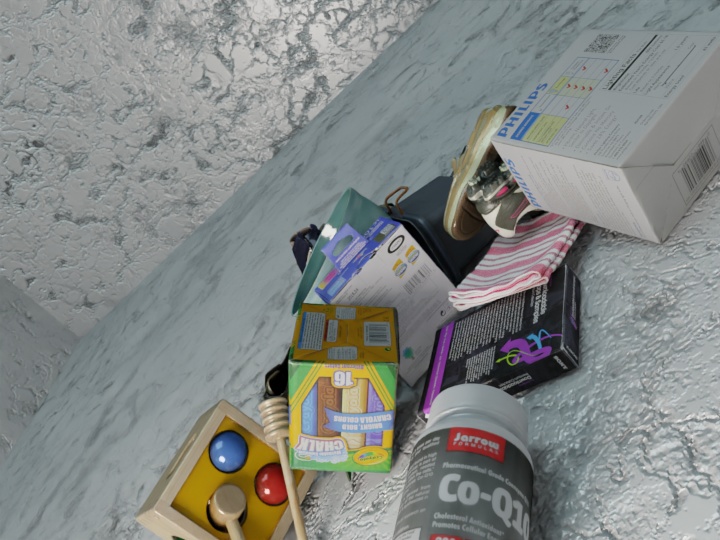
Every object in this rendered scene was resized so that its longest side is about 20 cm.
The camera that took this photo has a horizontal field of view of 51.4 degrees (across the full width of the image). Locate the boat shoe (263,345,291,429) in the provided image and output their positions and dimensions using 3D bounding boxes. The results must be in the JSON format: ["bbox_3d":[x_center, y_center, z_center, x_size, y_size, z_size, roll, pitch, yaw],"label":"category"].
[{"bbox_3d":[-0.109,0.170,1.106,0.201,0.072,0.075,-60,28,33],"label":"boat shoe"}]

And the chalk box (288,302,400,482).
[{"bbox_3d":[-0.021,0.157,0.894,0.125,0.122,0.203,-88,1,-62],"label":"chalk box"}]

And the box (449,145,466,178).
[{"bbox_3d":[0.194,-0.162,1.157,0.083,0.049,0.200,-63,8,-4],"label":"box"}]

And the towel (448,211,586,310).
[{"bbox_3d":[0.205,-0.029,0.934,0.146,0.030,0.200,-23,17,47],"label":"towel"}]

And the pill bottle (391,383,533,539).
[{"bbox_3d":[0.091,0.203,0.648,0.113,0.114,0.201,-31,25,35],"label":"pill bottle"}]

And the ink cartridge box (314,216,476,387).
[{"bbox_3d":[0.037,0.028,0.964,0.137,0.200,0.076,-46,24,-7],"label":"ink cartridge box"}]

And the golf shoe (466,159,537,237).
[{"bbox_3d":[0.225,-0.133,0.983,0.200,0.089,0.077,-42,25,-14],"label":"golf shoe"}]

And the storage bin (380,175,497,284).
[{"bbox_3d":[0.117,-0.079,1.130,0.134,0.146,0.200,-39,18,-11],"label":"storage bin"}]

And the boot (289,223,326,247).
[{"bbox_3d":[-0.073,-0.009,1.348,0.199,0.146,0.071,-28,26,41],"label":"boot"}]

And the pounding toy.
[{"bbox_3d":[-0.155,0.296,0.913,0.142,0.183,0.201,-39,17,53],"label":"pounding toy"}]

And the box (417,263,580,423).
[{"bbox_3d":[0.158,0.088,0.852,0.199,0.036,0.144,-34,22,36],"label":"box"}]

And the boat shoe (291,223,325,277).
[{"bbox_3d":[-0.071,0.005,1.272,0.074,0.093,0.201,-34,-24,-30],"label":"boat shoe"}]

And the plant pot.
[{"bbox_3d":[0.000,0.000,1.081,0.202,0.133,0.201,-61,11,21],"label":"plant pot"}]

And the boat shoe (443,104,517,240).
[{"bbox_3d":[0.157,-0.135,1.030,0.076,0.072,0.202,16,73,43],"label":"boat shoe"}]

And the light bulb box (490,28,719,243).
[{"bbox_3d":[0.296,-0.162,0.854,0.199,0.125,0.199,-48,34,-9],"label":"light bulb box"}]

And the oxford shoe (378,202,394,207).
[{"bbox_3d":[0.048,-0.085,1.366,0.075,0.071,0.200,-38,22,6],"label":"oxford shoe"}]

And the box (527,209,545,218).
[{"bbox_3d":[0.298,-0.181,1.075,0.159,0.044,0.201,-34,24,30],"label":"box"}]

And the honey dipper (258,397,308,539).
[{"bbox_3d":[-0.086,0.253,0.899,0.038,0.038,0.202,-33,58,31],"label":"honey dipper"}]
